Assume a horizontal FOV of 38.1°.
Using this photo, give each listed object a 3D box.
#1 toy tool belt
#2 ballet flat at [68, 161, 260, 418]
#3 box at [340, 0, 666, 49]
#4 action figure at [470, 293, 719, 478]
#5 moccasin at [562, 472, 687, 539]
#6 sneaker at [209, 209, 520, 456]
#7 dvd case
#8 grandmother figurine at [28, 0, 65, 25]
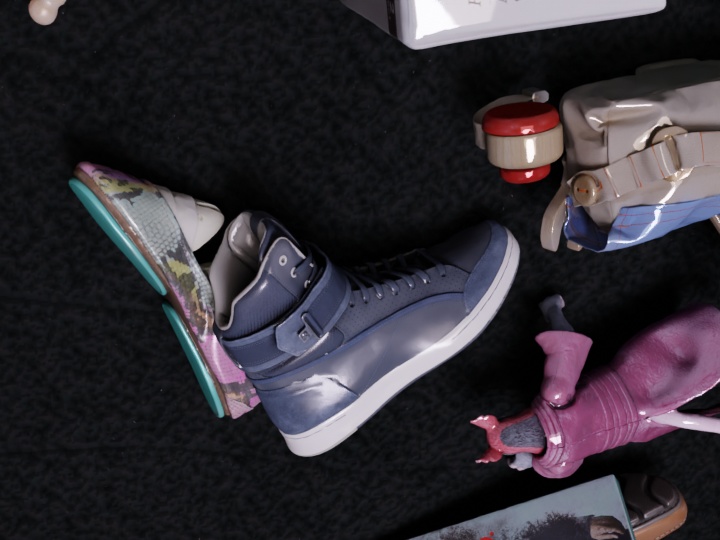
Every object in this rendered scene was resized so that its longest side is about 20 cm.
[{"bbox_3d":[0.171,-0.054,0.649,0.197,0.125,0.125,-14,112,-17],"label":"toy tool belt"},{"bbox_3d":[-0.106,0.003,0.662,0.071,0.069,0.202,-35,117,-15],"label":"ballet flat"},{"bbox_3d":[0.055,-0.233,0.526,0.128,0.200,0.202,-9,112,-8],"label":"box"},{"bbox_3d":[0.168,0.099,0.701,0.197,0.149,0.136,-18,119,-18],"label":"action figure"},{"bbox_3d":[0.153,0.220,0.774,0.200,0.074,0.078,-35,114,5],"label":"moccasin"},{"bbox_3d":[0.000,0.001,0.648,0.202,0.077,0.147,-40,118,-11],"label":"sneaker"},{"bbox_3d":[0.102,0.238,0.716,0.197,0.148,0.022,-21,142,15],"label":"dvd case"},{"bbox_3d":[-0.199,-0.195,0.573,0.198,0.061,0.122,-30,121,5],"label":"grandmother figurine"}]
